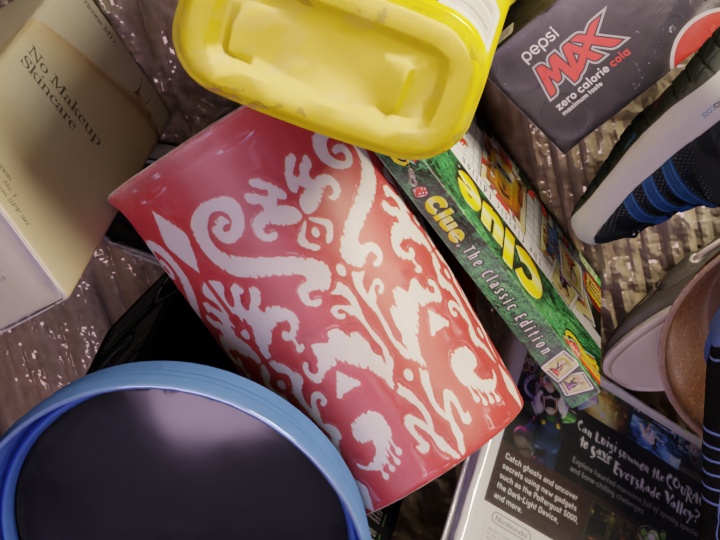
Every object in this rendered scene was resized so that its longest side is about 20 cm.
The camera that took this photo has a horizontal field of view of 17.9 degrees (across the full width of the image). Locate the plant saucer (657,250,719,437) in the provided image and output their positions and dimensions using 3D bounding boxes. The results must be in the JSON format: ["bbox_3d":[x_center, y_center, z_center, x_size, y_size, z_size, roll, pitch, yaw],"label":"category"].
[{"bbox_3d":[0.250,0.027,1.156,0.200,0.037,0.200,2,136,2],"label":"plant saucer"}]

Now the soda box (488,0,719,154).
[{"bbox_3d":[0.152,-0.148,1.112,0.071,0.063,0.200,44,119,-13],"label":"soda box"}]

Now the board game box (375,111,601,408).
[{"bbox_3d":[0.063,-0.032,1.160,0.023,0.105,0.200,-26,118,24],"label":"board game box"}]

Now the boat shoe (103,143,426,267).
[{"bbox_3d":[-0.047,-0.011,1.231,0.200,0.064,0.071,13,121,4],"label":"boat shoe"}]

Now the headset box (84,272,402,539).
[{"bbox_3d":[-0.073,0.111,1.228,0.174,0.200,0.093,41,120,-11],"label":"headset box"}]

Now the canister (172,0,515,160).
[{"bbox_3d":[0.002,-0.141,1.067,0.148,0.200,0.087,20,121,0],"label":"canister"}]

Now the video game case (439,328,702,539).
[{"bbox_3d":[0.130,0.154,1.203,0.200,0.182,0.023,32,150,-24],"label":"video game case"}]

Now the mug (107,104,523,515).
[{"bbox_3d":[0.001,0.000,1.136,0.177,0.133,0.200,-33,93,-18],"label":"mug"}]

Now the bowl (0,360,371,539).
[{"bbox_3d":[-0.090,0.134,1.106,0.200,0.039,0.201,4,116,8],"label":"bowl"}]

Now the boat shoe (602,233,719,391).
[{"bbox_3d":[0.212,0.000,1.196,0.200,0.057,0.067,-32,126,30],"label":"boat shoe"}]

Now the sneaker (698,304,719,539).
[{"bbox_3d":[0.206,0.096,1.146,0.070,0.078,0.200,-2,136,4],"label":"sneaker"}]

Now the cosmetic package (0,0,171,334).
[{"bbox_3d":[-0.174,-0.059,1.152,0.073,0.200,0.104,-25,112,24],"label":"cosmetic package"}]

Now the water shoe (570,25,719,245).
[{"bbox_3d":[0.167,-0.047,1.116,0.079,0.072,0.200,35,155,-1],"label":"water shoe"}]

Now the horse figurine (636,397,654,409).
[{"bbox_3d":[0.148,0.187,1.289,0.050,0.133,0.200,9,134,58],"label":"horse figurine"}]
